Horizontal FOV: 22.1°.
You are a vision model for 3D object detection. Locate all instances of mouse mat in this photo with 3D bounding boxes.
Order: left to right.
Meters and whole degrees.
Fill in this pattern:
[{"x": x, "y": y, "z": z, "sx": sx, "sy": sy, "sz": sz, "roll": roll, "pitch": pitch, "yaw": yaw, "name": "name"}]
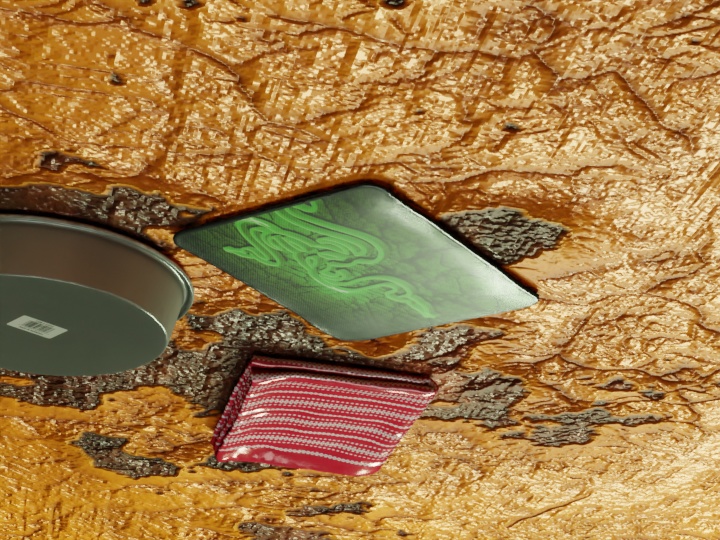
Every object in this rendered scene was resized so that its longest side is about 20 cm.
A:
[{"x": 0.000, "y": 0.000, "z": 1.161, "sx": 0.160, "sy": 0.008, "sz": 0.200, "roll": -13, "pitch": 150, "yaw": 33, "name": "mouse mat"}]

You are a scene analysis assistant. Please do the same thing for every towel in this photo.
[{"x": -0.032, "y": 0.115, "z": 1.407, "sx": 0.144, "sy": 0.023, "sz": 0.200, "roll": 7, "pitch": 156, "yaw": -10, "name": "towel"}]

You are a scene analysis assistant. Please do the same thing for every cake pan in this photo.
[{"x": -0.209, "y": 0.021, "z": 1.200, "sx": 0.199, "sy": 0.037, "sz": 0.201, "roll": 3, "pitch": 156, "yaw": 1, "name": "cake pan"}]
